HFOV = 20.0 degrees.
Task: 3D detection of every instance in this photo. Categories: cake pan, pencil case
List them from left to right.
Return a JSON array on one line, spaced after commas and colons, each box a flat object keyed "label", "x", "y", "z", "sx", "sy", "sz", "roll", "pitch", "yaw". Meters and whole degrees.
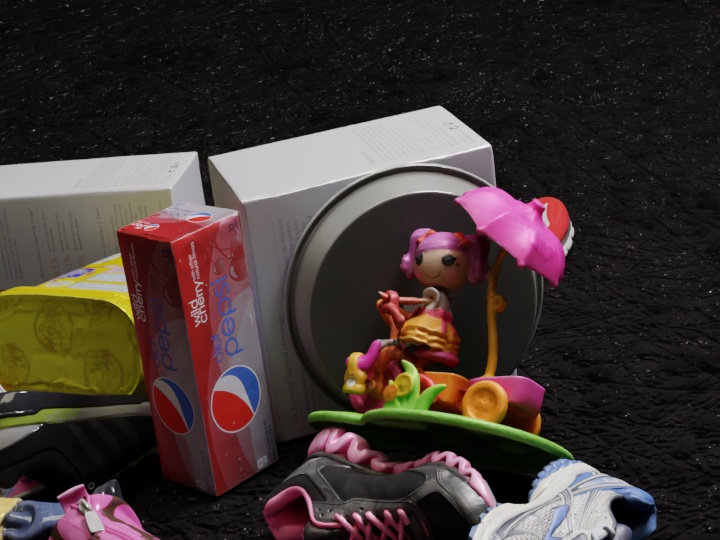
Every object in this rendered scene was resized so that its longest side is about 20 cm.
[{"label": "pencil case", "x": -0.120, "y": 0.202, "z": 1.269, "sx": 0.090, "sy": 0.095, "sz": 0.199, "roll": -24, "pitch": 27, "yaw": -36}, {"label": "cake pan", "x": 0.044, "y": 0.023, "z": 1.507, "sx": 0.198, "sy": 0.202, "sz": 0.037, "roll": -11, "pitch": 16, "yaw": -9}]

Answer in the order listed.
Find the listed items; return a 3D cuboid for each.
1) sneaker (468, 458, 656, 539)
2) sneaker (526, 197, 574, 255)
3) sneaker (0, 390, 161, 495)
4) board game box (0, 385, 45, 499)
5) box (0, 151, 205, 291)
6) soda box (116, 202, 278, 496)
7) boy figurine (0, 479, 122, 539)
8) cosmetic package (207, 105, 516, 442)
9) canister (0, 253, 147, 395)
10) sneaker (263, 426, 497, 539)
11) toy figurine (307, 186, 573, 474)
[{"label": "sneaker", "x": 0.126, "y": 0.178, "z": 1.272, "sx": 0.085, "sy": 0.078, "sz": 0.200, "roll": 9, "pitch": 28, "yaw": 28}, {"label": "sneaker", "x": 0.114, "y": -0.031, "z": 1.780, "sx": 0.077, "sy": 0.086, "sz": 0.199, "roll": 14, "pitch": 31, "yaw": 43}, {"label": "sneaker", "x": -0.203, "y": 0.136, "z": 1.512, "sx": 0.199, "sy": 0.084, "sz": 0.071, "roll": 5, "pitch": -13, "yaw": -36}, {"label": "board game box", "x": -0.350, "y": 0.115, "z": 1.516, "sx": 0.199, "sy": 0.026, "sz": 0.200, "roll": -25, "pitch": 61, "yaw": -38}, {"label": "box", "x": -0.242, "y": -0.028, "z": 1.845, "sx": 0.198, "sy": 0.126, "sz": 0.098, "roll": -3, "pitch": 22, "yaw": 12}, {"label": "soda box", "x": -0.117, "y": 0.056, "z": 1.484, "sx": 0.063, "sy": 0.202, "sz": 0.070, "roll": 12, "pitch": 28, "yaw": 43}, {"label": "boy figurine", "x": -0.261, "y": 0.184, "z": 1.390, "sx": 0.198, "sy": 0.065, "sz": 0.124, "roll": -10, "pitch": -1, "yaw": 0}, {"label": "cosmetic package", "x": 0.000, "y": 0.000, "z": 1.585, "sx": 0.198, "sy": 0.201, "sz": 0.123, "roll": -13, "pitch": 22, "yaw": -15}, {"label": "canister", "x": -0.198, "y": 0.042, "z": 1.665, "sx": 0.147, "sy": 0.087, "sz": 0.200, "roll": 2, "pitch": 12, "yaw": 21}, {"label": "sneaker", "x": 0.011, "y": 0.165, "z": 1.357, "sx": 0.095, "sy": 0.080, "sz": 0.199, "roll": -32, "pitch": 23, "yaw": -34}, {"label": "toy figurine", "x": 0.069, "y": 0.033, "z": 1.435, "sx": 0.198, "sy": 0.186, "sz": 0.150, "roll": 2, "pitch": -17, "yaw": 33}]
